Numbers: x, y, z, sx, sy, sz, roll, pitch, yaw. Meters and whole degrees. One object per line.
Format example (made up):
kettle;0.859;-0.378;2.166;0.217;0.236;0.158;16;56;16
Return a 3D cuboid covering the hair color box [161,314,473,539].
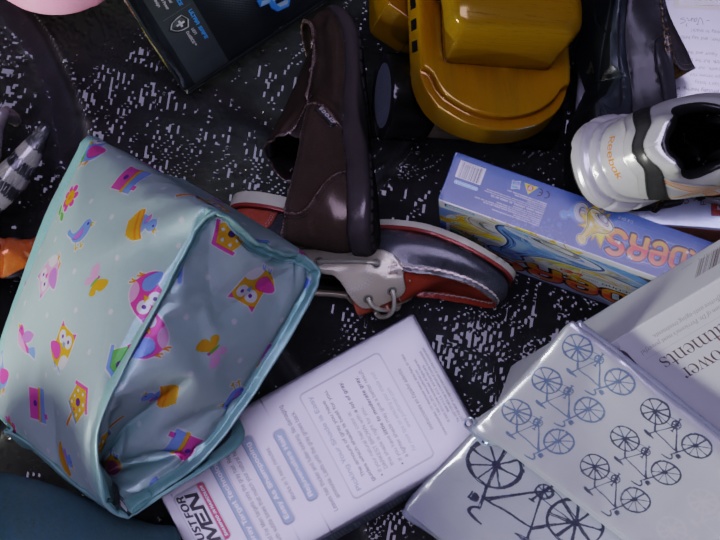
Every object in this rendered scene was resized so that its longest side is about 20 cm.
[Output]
hair color box;-0.028;0.122;1.421;0.200;0.061;0.099;-29;80;-2

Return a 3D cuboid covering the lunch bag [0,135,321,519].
lunch bag;-0.142;0.042;1.376;0.170;0.122;0.200;29;92;50

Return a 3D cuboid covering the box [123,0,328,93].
box;-0.092;-0.225;1.417;0.159;0.200;0.046;-34;54;-3

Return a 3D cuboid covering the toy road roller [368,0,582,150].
toy road roller;0.081;-0.176;1.403;0.122;0.146;0.201;3;69;-13

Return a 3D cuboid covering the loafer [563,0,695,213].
loafer;0.176;-0.133;1.399;0.072;0.073;0.201;8;85;-14

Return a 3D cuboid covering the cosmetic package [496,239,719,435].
cosmetic package;0.204;0.081;1.338;0.151;0.052;0.200;43;129;-16

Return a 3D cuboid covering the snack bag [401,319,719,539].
snack bag;0.142;0.146;1.349;0.188;0.021;0.200;38;123;-6

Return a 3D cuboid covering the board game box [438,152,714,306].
board game box;0.148;-0.011;1.396;0.199;0.135;0.035;20;80;7

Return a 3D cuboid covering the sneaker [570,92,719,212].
sneaker;0.224;-0.075;1.338;0.200;0.080;0.074;-14;90;-37

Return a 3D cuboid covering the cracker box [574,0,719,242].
cracker box;0.209;-0.120;1.450;0.133;0.058;0.201;5;80;5

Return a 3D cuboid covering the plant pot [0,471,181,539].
plant pot;-0.208;0.218;1.356;0.187;0.200;0.201;5;80;-10

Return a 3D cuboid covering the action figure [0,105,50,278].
action figure;-0.288;-0.034;1.444;0.193;0.105;0.200;-41;83;-14

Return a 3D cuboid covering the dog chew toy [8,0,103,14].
dog chew toy;-0.163;-0.256;1.468;0.200;0.125;0.125;-30;80;-10

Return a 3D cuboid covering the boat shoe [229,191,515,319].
boat shoe;0.000;0.000;1.432;0.199;0.071;0.063;12;66;11

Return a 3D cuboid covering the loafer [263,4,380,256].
loafer;-0.029;-0.094;1.419;0.071;0.073;0.200;-6;48;2
